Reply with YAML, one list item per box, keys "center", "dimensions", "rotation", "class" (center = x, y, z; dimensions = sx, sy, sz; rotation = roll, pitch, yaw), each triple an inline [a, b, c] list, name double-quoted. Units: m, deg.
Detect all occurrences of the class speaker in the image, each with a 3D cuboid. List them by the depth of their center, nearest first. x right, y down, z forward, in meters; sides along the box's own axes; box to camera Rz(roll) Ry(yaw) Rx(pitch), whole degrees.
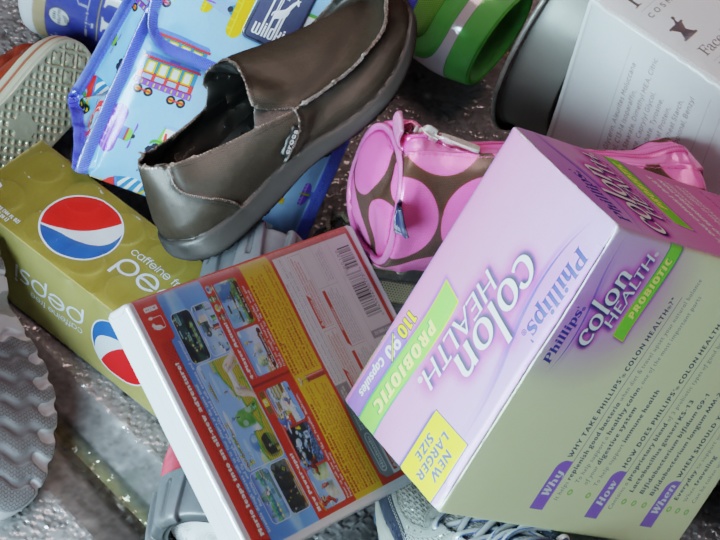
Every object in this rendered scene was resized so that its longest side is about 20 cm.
- center: [0.013, -0.207, 1.541]
  dimensions: [0.200, 0.089, 0.088]
  rotation: [37, 51, 12]
  class: "speaker"

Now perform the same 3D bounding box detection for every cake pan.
- center: [0.159, -0.161, 1.499]
  dimensions: [0.037, 0.201, 0.200]
  rotation: [39, 52, 15]
  class: "cake pan"

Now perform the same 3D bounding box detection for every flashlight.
- center: [-0.065, 0.064, 1.259]
  dimensions: [0.067, 0.068, 0.201]
  rotation: [16, 53, -6]
  class: "flashlight"

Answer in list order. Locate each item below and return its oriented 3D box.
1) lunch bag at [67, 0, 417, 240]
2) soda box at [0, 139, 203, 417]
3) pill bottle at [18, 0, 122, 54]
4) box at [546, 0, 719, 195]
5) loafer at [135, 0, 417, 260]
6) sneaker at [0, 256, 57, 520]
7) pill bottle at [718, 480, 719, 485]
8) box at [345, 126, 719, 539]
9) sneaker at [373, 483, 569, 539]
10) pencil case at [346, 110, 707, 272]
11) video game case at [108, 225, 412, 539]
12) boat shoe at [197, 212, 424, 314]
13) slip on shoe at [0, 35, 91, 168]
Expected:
- center: [-0.064, -0.135, 1.394]
  dimensions: [0.150, 0.201, 0.094]
  rotation: [19, 28, -21]
  class: "lunch bag"
- center: [-0.138, 0.014, 1.371]
  dimensions: [0.200, 0.064, 0.068]
  rotation: [37, 53, 19]
  class: "soda box"
- center: [-0.105, -0.173, 1.508]
  dimensions: [0.199, 0.120, 0.120]
  rotation: [22, 48, 9]
  class: "pill bottle"
- center: [0.221, -0.106, 1.461]
  dimensions: [0.130, 0.201, 0.199]
  rotation: [35, 51, 19]
  class: "box"
- center: [-0.046, -0.094, 1.305]
  dimensions: [0.073, 0.071, 0.200]
  rotation: [17, 59, 49]
  class: "loafer"
- center: [-0.229, 0.053, 1.325]
  dimensions: [0.075, 0.082, 0.201]
  rotation: [20, 45, -52]
  class: "sneaker"
- center: [0.259, 0.098, 1.344]
  dimensions: [0.114, 0.114, 0.200]
  rotation: [-26, 58, -30]
  class: "pill bottle"
- center: [0.125, 0.041, 1.255]
  dimensions: [0.199, 0.176, 0.097]
  rotation: [13, 25, -44]
  class: "box"
- center: [0.083, 0.161, 1.271]
  dimensions: [0.077, 0.085, 0.200]
  rotation: [-26, 57, -30]
  class: "sneaker"
- center: [0.097, -0.041, 1.329]
  dimensions: [0.199, 0.094, 0.091]
  rotation: [1, 31, -21]
  class: "pencil case"
- center: [-0.033, 0.061, 1.234]
  dimensions: [0.200, 0.017, 0.144]
  rotation: [-21, 82, -54]
  class: "video game case"
- center: [0.000, 0.000, 1.392]
  dimensions: [0.199, 0.074, 0.074]
  rotation: [18, 89, -5]
  class: "boat shoe"
- center: [-0.241, -0.073, 1.436]
  dimensions: [0.061, 0.074, 0.200]
  rotation: [5, 43, 43]
  class: "slip on shoe"
